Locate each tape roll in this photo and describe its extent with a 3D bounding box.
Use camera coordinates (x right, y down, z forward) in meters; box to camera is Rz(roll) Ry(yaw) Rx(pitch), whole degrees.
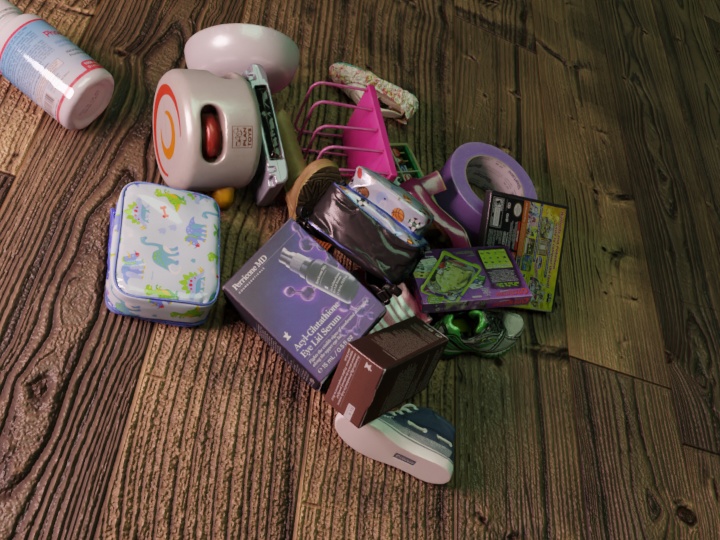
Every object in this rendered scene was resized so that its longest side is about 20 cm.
[{"bbox_3d":[0.242,-0.146,1.384,0.197,0.085,0.203,14,54,-20],"label":"tape roll"}]

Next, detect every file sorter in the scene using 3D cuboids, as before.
[{"bbox_3d":[-0.037,-0.210,1.241,0.123,0.139,0.203,2,59,-25],"label":"file sorter"}]

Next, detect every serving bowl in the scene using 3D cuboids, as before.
[{"bbox_3d":[-0.203,-0.344,1.215,0.196,0.199,0.067,3,78,-26],"label":"serving bowl"}]

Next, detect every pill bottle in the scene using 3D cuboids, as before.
[{"bbox_3d":[-0.489,-0.319,1.089,0.199,0.109,0.109,39,50,0],"label":"pill bottle"}]

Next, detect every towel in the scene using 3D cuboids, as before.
[{"bbox_3d":[0.009,0.069,1.132,0.198,0.030,0.147,-30,79,-34],"label":"towel"}]

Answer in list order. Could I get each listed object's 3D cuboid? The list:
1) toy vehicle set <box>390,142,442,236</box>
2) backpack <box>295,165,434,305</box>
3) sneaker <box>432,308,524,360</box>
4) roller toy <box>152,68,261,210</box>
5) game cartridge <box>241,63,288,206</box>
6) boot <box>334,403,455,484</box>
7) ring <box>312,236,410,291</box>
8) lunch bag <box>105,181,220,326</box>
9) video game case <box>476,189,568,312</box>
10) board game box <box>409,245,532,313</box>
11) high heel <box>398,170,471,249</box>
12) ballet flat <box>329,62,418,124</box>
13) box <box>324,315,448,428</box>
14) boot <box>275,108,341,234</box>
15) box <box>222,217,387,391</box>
[{"bbox_3d":[0.074,-0.152,1.335,0.122,0.027,0.203,-8,64,-32],"label":"toy vehicle set"},{"bbox_3d":[0.023,-0.064,1.087,0.200,0.190,0.155,42,93,7],"label":"backpack"},{"bbox_3d":[0.207,0.103,1.201,0.197,0.085,0.079,-7,63,-32],"label":"sneaker"},{"bbox_3d":[-0.236,-0.216,1.108,0.138,0.183,0.203,-6,62,-32],"label":"roller toy"},{"bbox_3d":[-0.168,-0.217,1.167,0.041,0.133,0.204,-10,81,-19],"label":"game cartridge"},{"bbox_3d":[0.054,0.235,1.051,0.198,0.073,0.091,32,41,-15],"label":"boot"},{"bbox_3d":[0.000,0.000,1.201,0.197,0.019,0.204,13,55,-19],"label":"ring"},{"bbox_3d":[-0.286,-0.026,1.023,0.158,0.083,0.203,9,56,-24],"label":"lunch bag"},{"bbox_3d":[0.295,-0.032,1.304,0.177,0.025,0.204,8,91,-23],"label":"video game case"},{"bbox_3d":[0.179,0.012,1.196,0.196,0.033,0.121,-3,44,-15],"label":"board game box"},{"bbox_3d":[0.133,-0.073,1.277,0.095,0.067,0.203,-23,86,-6],"label":"high heel"},{"bbox_3d":[0.026,-0.353,1.415,0.197,0.076,0.065,19,68,-12],"label":"ballet flat"},{"bbox_3d":[0.042,0.143,1.029,0.074,0.102,0.199,33,23,23],"label":"box"},{"bbox_3d":[-0.108,-0.184,1.156,0.065,0.176,0.203,-4,59,-29],"label":"boot"},{"bbox_3d":[-0.083,0.052,1.035,0.199,0.104,0.148,42,74,4],"label":"box"}]
